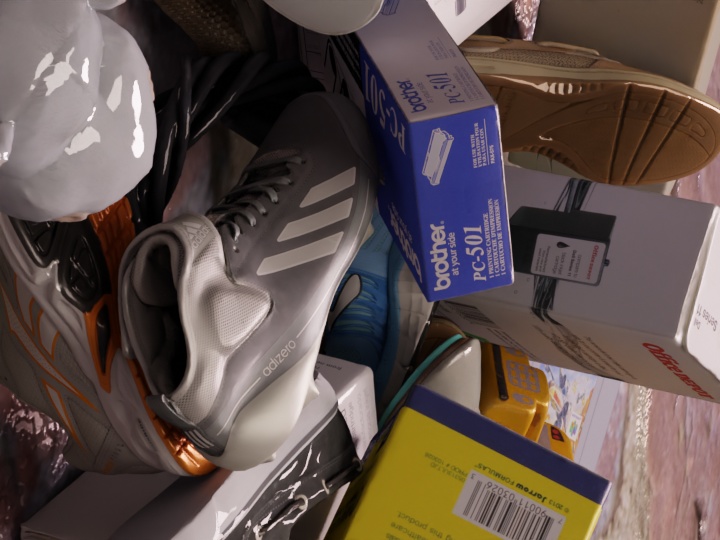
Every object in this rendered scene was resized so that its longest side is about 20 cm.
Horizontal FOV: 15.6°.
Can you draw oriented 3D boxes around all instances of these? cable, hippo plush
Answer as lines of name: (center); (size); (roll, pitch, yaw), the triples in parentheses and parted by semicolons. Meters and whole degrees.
cable: (-0.061, -0.024, 1.245); (0.163, 0.051, 0.200); (-40, 144, -30)
hippo plush: (-0.149, -0.101, 0.978); (0.160, 0.161, 0.200); (-65, 150, -21)

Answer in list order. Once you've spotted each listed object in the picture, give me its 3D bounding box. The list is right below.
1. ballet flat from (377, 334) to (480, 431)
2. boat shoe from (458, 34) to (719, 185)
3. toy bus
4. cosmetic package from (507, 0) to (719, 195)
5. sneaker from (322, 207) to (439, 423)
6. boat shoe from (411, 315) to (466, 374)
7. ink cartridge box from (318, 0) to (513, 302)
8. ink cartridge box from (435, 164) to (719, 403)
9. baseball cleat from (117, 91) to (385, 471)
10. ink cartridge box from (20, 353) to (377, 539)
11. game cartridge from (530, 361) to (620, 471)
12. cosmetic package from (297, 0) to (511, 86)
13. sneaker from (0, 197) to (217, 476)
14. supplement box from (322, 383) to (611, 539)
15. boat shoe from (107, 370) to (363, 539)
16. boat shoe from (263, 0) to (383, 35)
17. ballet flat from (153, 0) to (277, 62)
ballet flat: (0.027, 0.112, 1.397); (0.067, 0.064, 0.200); (-31, 163, -46)
boat shoe: (0.113, -0.099, 1.460); (0.200, 0.065, 0.071); (10, 127, -24)
toy bus: (0.062, 0.140, 1.471); (0.065, 0.078, 0.200); (-93, -156, -58)
cosmetic package: (0.155, -0.136, 1.522); (0.200, 0.103, 0.073); (97, 16, -49)
sneaker: (0.000, 0.000, 1.394); (0.078, 0.090, 0.200); (-65, 173, -51)
boat shoe: (0.041, 0.104, 1.530); (0.072, 0.072, 0.200); (-91, 175, -59)
ink cartridge box: (0.021, -0.075, 1.240); (0.200, 0.044, 0.094); (-118, -162, -59)
ink cartridge box: (0.123, 0.005, 1.483); (0.147, 0.200, 0.083); (37, 69, -60)
baseball cleat: (-0.047, -0.015, 1.145); (0.106, 0.070, 0.200); (42, 44, -38)
ink cartridge box: (-0.072, 0.146, 1.306); (0.200, 0.084, 0.145); (-41, 135, -48)
game cartridge: (0.112, 0.084, 1.673); (0.200, 0.041, 0.133); (32, 77, -61)
cosmetic package: (0.037, -0.164, 1.414); (0.200, 0.051, 0.083); (-43, 138, -46)
sneaker: (-0.139, 0.013, 1.147); (0.200, 0.092, 0.076); (63, 37, -18)
supplement box: (0.022, 0.174, 1.246); (0.200, 0.109, 0.109); (-64, -178, -22)
boat shoe: (-0.056, 0.114, 1.181); (0.057, 0.069, 0.200); (58, 39, -9)
boat shoe: (-0.046, -0.199, 1.164); (0.200, 0.071, 0.064); (57, 28, -18)
ballet flat: (-0.085, -0.139, 1.214); (0.200, 0.046, 0.067); (46, 30, -64)
